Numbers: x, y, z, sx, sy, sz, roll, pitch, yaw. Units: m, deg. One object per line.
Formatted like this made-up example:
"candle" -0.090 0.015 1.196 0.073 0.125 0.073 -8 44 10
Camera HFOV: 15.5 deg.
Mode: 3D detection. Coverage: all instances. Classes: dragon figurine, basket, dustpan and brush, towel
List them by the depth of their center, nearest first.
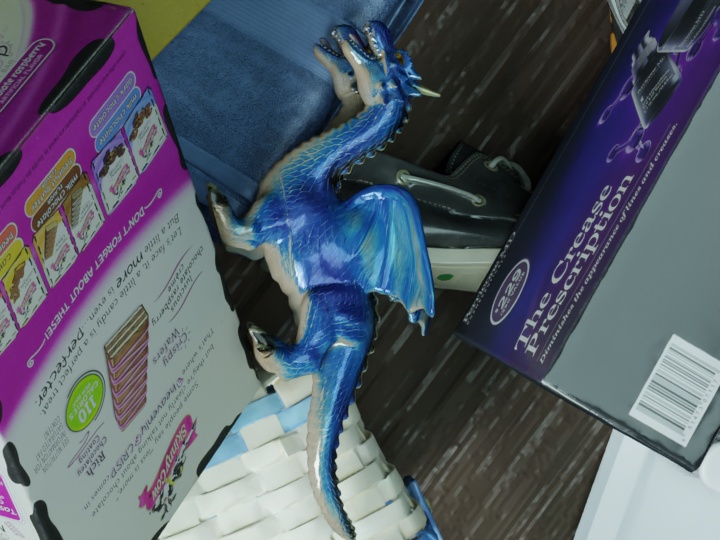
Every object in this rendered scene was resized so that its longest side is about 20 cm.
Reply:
"dragon figurine" 0.000 0.000 1.038 0.099 0.059 0.201 -17 83 -4
"towel" -0.036 -0.114 1.112 0.111 0.049 0.200 32 88 18
"basket" -0.040 0.140 1.117 0.176 0.139 0.201 -21 95 -10
"dustpan and brush" 0.215 0.105 1.220 0.199 0.057 0.140 19 93 -17

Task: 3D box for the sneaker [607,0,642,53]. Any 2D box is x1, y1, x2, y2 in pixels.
"sneaker" 0.133 -0.145 1.152 0.078 0.077 0.201 -25 103 -8

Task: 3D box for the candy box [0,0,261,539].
"candy box" -0.114 0.017 0.966 0.137 0.061 0.200 -55 145 -35

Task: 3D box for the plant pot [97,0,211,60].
"plant pot" -0.145 -0.165 1.024 0.200 0.200 0.176 -46 118 -4

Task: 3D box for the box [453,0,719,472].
"box" 0.131 -0.035 1.054 0.079 0.141 0.200 30 89 -11

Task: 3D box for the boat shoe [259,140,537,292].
"boat shoe" 0.056 -0.024 1.154 0.199 0.072 0.068 6 76 -16
